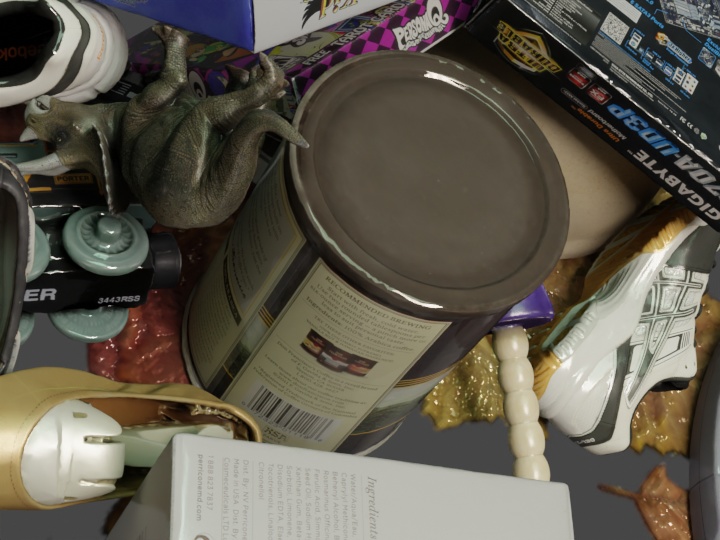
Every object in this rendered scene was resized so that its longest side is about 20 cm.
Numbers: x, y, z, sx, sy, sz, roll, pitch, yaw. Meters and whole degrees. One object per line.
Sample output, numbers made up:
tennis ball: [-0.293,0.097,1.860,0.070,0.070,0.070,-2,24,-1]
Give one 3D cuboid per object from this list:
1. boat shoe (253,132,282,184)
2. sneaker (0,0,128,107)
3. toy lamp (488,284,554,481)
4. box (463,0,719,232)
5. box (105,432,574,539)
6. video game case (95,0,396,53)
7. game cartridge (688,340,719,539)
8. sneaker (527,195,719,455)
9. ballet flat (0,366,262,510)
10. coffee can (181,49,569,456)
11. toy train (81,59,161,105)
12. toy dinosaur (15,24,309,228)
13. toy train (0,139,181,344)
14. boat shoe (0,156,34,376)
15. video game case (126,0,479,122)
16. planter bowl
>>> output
boat shoe: [0.005,-0.063,0.930,0.200,0.066,0.070,29,27,-7]
sneaker: [-0.228,-0.110,0.817,0.200,0.080,0.074,-14,88,8]
toy lamp: [0.091,0.082,0.873,0.058,0.058,0.200,-5,78,-26]
box: [0.177,-0.142,0.908,0.200,0.046,0.159,36,59,-10]
box: [-0.015,0.166,0.749,0.200,0.152,0.106,10,58,-18]
video game case: [-0.060,-0.182,0.841,0.200,0.046,0.181,23,37,39]
game cartridge: [0.276,0.110,0.982,0.133,0.042,0.200,28,55,-11]
sneaker: [0.180,0.030,0.962,0.088,0.076,0.200,46,71,-8]
ballet flat: [-0.122,0.082,0.755,0.200,0.063,0.069,-1,100,-55]
coffee can: [0.000,0.000,0.822,0.146,0.200,0.147,11,59,-18]
toy train: [-0.197,-0.117,0.875,0.200,0.034,0.046,19,43,10]
toy dinosaur: [-0.080,-0.058,0.755,0.077,0.200,0.102,28,87,-47]
toy train: [-0.198,-0.020,0.826,0.200,0.085,0.114,-3,52,-23]
boat shoe: [-0.199,0.042,0.736,0.074,0.060,0.200,16,96,-26]
video game case: [-0.031,-0.148,0.923,0.200,0.181,0.036,-37,123,-34]
planter bowl: [0.131,-0.125,0.993,0.200,0.135,0.200,11,59,-18]
